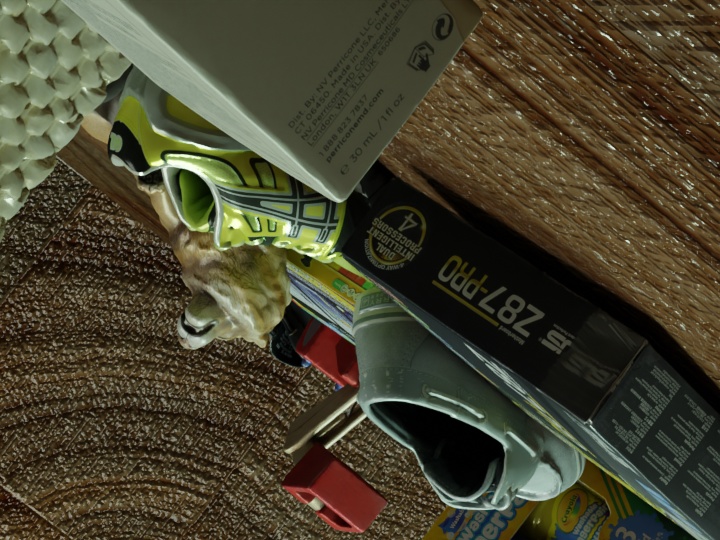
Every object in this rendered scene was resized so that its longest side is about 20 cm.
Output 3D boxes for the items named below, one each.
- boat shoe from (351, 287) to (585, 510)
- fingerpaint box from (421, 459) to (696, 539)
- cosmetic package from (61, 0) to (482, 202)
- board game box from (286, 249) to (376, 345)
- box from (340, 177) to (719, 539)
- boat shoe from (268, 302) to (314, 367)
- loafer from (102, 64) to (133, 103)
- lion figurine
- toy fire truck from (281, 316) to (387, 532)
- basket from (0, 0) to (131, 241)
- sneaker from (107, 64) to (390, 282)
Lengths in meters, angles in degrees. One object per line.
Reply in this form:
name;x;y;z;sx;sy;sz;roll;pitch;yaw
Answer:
boat shoe;0.049;0.078;1.446;0.070;0.072;0.201;-6;151;27
fingerpaint box;0.116;0.224;2.005;0.167;0.200;0.073;36;174;27
cosmetic package;-0.066;-0.111;0.814;0.103;0.073;0.200;34;174;44
board game box;0.000;0.000;1.564;0.200;0.057;0.165;33;172;45
box;0.099;0.050;1.316;0.161;0.049;0.200;33;175;39
boat shoe;-0.040;0.042;2.256;0.074;0.066;0.199;38;176;-15
loafer;-0.180;-0.153;1.416;0.200;0.073;0.071;40;-171;6
lion figurine;-0.099;-0.059;1.469;0.200;0.072;0.123;59;175;24
toy fire truck;-0.008;0.083;1.920;0.049;0.141;0.200;39;175;-19
basket;-0.201;-0.104;1.182;0.161;0.199;0.200;34;175;14
sneaker;-0.045;-0.041;1.364;0.200;0.077;0.075;40;173;-41
